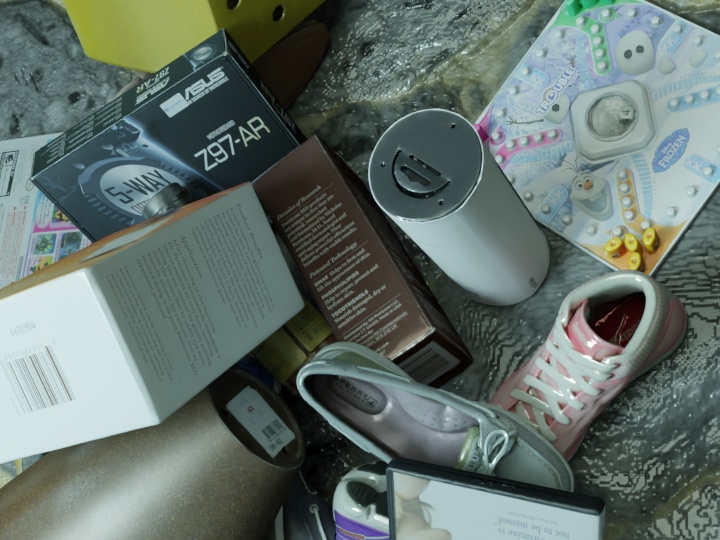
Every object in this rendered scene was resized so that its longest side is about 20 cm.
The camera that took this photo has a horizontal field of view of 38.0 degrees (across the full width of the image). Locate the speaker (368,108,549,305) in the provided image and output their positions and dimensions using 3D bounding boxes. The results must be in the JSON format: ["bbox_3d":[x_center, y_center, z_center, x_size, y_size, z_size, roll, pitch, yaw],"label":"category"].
[{"bbox_3d":[0.076,-0.038,0.748,0.081,0.200,0.082,-8,69,21],"label":"speaker"}]

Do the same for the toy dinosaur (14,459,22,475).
[{"bbox_3d":[-0.286,0.092,0.929,0.101,0.058,0.201,31,91,34],"label":"toy dinosaur"}]

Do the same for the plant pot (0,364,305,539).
[{"bbox_3d":[-0.138,0.166,0.760,0.200,0.187,0.187,-43,60,18],"label":"plant pot"}]

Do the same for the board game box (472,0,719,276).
[{"bbox_3d":[0.198,-0.122,0.825,0.200,0.026,0.200,36,89,30],"label":"board game box"}]

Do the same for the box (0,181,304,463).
[{"bbox_3d":[-0.161,0.031,0.733,0.152,0.200,0.107,-18,101,29],"label":"box"}]

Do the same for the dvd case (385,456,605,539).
[{"bbox_3d":[0.087,0.225,0.688,0.142,0.018,0.201,7,114,25],"label":"dvd case"}]

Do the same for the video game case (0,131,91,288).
[{"bbox_3d":[-0.295,-0.042,1.019,0.181,0.024,0.201,-4,70,23],"label":"video game case"}]

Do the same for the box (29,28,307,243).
[{"bbox_3d":[-0.150,-0.086,0.890,0.199,0.160,0.044,-29,38,11],"label":"box"}]

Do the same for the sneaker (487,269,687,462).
[{"bbox_3d":[0.142,0.075,0.736,0.200,0.105,0.075,-44,62,6],"label":"sneaker"}]

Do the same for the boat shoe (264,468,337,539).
[{"bbox_3d":[-0.043,0.209,0.809,0.062,0.073,0.201,-1,57,-22],"label":"boat shoe"}]

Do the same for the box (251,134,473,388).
[{"bbox_3d":[0.000,0.000,0.828,0.075,0.100,0.201,-34,61,10],"label":"box"}]

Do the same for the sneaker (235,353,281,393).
[{"bbox_3d":[-0.171,0.104,0.873,0.199,0.089,0.079,-20,65,19],"label":"sneaker"}]

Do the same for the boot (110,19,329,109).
[{"bbox_3d":[-0.142,-0.181,0.971,0.200,0.070,0.146,-46,53,-12],"label":"boot"}]

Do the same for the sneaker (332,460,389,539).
[{"bbox_3d":[0.073,0.205,0.750,0.199,0.081,0.084,20,124,19],"label":"sneaker"}]

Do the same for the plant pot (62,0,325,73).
[{"bbox_3d":[-0.141,-0.283,0.901,0.176,0.200,0.200,31,63,30],"label":"plant pot"}]

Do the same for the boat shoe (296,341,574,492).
[{"bbox_3d":[0.049,0.114,0.708,0.201,0.065,0.075,31,99,7],"label":"boat shoe"}]

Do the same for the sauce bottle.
[{"bbox_3d":[-0.096,0.011,0.850,0.066,0.066,0.200,-42,83,5],"label":"sauce bottle"}]
